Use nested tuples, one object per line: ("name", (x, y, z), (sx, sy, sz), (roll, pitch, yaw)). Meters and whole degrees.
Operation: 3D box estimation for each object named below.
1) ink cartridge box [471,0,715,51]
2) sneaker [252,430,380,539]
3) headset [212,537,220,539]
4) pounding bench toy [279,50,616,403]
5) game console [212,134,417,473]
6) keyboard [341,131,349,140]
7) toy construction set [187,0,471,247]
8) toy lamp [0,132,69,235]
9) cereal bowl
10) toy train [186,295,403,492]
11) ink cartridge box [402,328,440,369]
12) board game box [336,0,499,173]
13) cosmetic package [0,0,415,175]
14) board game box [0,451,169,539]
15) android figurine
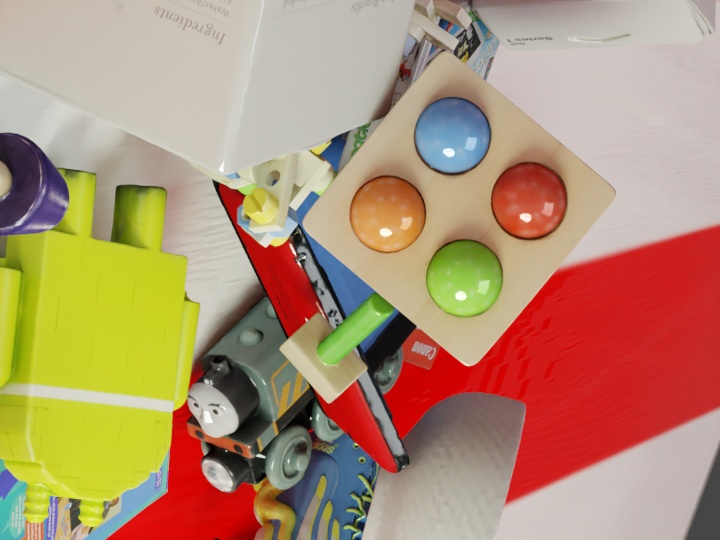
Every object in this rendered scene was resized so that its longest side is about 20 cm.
("ink cartridge box", (0.155, -0.253, 1.590), (0.084, 0.145, 0.200), (33, 58, -66))
("sneaker", (-0.019, 0.165, 1.684), (0.105, 0.200, 0.076), (-37, 125, 12))
("headset", (-0.097, 0.269, 1.733), (0.124, 0.094, 0.200), (-44, 148, -38))
("pounding bench toy", (0.032, -0.005, 1.370), (0.200, 0.124, 0.156), (-50, 179, 3))
("game console", (0.000, 0.000, 1.568), (0.119, 0.172, 0.200), (-31, 119, -12))
("keyboard", (0.031, -0.178, 1.578), (0.056, 0.011, 0.200), (-8, 120, -63))
("toy construction set", (-0.033, -0.113, 1.435), (0.200, 0.131, 0.092), (-50, 134, -15))
("toy lamp", (-0.211, -0.058, 1.242), (0.058, 0.058, 0.200), (-63, 154, -2))
("cereal bowl", (0.045, 0.171, 1.605), (0.200, 0.083, 0.200), (14, 90, -87))
("toy train", (-0.045, 0.061, 1.665), (0.200, 0.085, 0.114), (-44, 137, -34))
("ink cartridge box", (0.029, 0.028, 1.806), (0.200, 0.050, 0.109), (-66, 156, 1))
("board game box", (0.045, -0.124, 1.604), (0.200, 0.035, 0.126), (-28, 138, -70))
("cosmetic package", (-0.071, -0.181, 1.269), (0.165, 0.165, 0.200), (-23, 133, -55))
("board game box", (-0.189, 0.116, 1.462), (0.200, 0.045, 0.152), (-36, 143, -45))
("android figurine", (-0.156, 0.046, 1.387), (0.182, 0.041, 0.200), (9, 86, -53))
